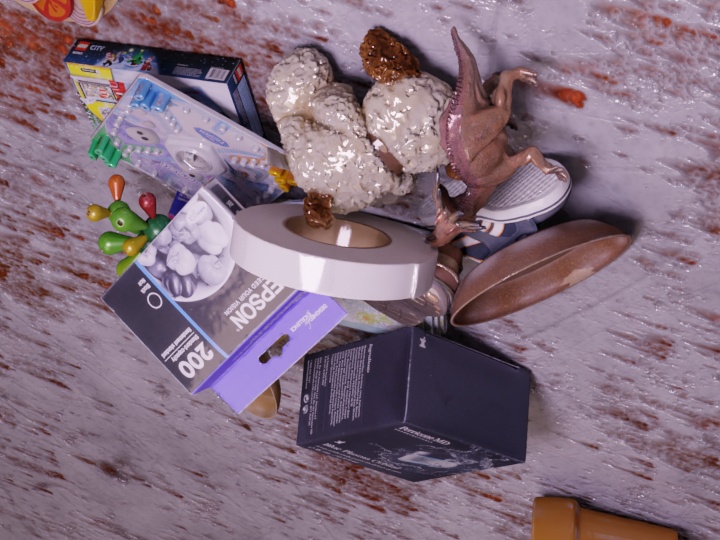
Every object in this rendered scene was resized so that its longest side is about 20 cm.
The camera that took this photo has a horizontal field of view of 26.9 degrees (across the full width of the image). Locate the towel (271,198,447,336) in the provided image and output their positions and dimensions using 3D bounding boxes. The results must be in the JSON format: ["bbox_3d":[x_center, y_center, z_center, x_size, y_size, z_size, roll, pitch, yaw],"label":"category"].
[{"bbox_3d":[0.000,0.000,1.706,0.198,0.048,0.172,13,141,18],"label":"towel"}]

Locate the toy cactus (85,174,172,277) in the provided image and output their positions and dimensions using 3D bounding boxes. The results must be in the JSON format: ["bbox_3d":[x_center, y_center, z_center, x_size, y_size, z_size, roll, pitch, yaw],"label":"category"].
[{"bbox_3d":[-0.209,-0.039,1.677,0.163,0.103,0.200,0,155,8],"label":"toy cactus"}]

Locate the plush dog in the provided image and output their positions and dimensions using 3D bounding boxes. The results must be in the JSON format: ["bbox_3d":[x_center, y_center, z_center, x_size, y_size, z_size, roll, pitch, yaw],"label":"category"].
[{"bbox_3d":[0.018,-0.130,1.450,0.171,0.161,0.200,-29,121,24],"label":"plush dog"}]

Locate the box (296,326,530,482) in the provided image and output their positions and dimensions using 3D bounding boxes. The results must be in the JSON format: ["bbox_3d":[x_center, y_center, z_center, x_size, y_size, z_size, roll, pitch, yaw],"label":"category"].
[{"bbox_3d":[0.061,0.161,1.766,0.196,0.119,0.199,22,153,-35],"label":"box"}]

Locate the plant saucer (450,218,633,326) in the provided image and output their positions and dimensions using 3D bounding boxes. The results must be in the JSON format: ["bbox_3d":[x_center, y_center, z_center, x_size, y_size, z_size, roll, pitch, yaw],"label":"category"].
[{"bbox_3d":[0.174,-0.003,1.506,0.200,0.199,0.037,-42,67,54],"label":"plant saucer"}]

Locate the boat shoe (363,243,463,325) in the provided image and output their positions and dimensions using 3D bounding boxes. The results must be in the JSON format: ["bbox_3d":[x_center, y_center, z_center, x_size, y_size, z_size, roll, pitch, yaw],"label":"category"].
[{"bbox_3d":[0.055,0.009,1.583,0.076,0.072,0.200,36,164,-19],"label":"boat shoe"}]

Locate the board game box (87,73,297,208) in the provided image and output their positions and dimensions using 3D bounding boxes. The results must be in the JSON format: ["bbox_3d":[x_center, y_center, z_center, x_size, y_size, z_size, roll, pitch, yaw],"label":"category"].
[{"bbox_3d":[-0.178,-0.116,1.603,0.199,0.026,0.200,28,154,-16],"label":"board game box"}]

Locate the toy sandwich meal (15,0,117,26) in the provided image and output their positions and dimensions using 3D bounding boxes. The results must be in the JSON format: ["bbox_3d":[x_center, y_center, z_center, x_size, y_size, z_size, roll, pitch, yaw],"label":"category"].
[{"bbox_3d":[-0.329,-0.309,1.478,0.203,0.071,0.206,17,145,12],"label":"toy sandwich meal"}]

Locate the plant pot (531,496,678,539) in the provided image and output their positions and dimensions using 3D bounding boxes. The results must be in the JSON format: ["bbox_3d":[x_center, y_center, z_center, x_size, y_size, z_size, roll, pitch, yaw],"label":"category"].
[{"bbox_3d":[0.312,0.391,1.918,0.181,0.201,0.201,0,141,10],"label":"plant pot"}]

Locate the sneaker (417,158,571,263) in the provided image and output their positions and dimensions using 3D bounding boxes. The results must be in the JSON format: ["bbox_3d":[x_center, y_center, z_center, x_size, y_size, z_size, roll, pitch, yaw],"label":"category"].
[{"bbox_3d":[0.148,-0.057,1.505,0.079,0.079,0.199,48,151,-23],"label":"sneaker"}]

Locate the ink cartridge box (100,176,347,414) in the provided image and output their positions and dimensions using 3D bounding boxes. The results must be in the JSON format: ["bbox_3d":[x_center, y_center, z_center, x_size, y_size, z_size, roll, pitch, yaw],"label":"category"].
[{"bbox_3d":[-0.146,0.037,1.581,0.200,0.043,0.198,45,121,-3],"label":"ink cartridge box"}]

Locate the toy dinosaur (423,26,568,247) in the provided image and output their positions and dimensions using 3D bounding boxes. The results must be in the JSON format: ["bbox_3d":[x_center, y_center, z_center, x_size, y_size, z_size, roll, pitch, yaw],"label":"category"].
[{"bbox_3d":[0.102,-0.112,1.376,0.086,0.135,0.201,32,148,52],"label":"toy dinosaur"}]

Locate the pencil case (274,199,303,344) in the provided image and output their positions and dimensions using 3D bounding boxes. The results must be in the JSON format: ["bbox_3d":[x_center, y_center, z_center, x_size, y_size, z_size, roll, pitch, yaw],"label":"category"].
[{"bbox_3d":[-0.089,0.006,1.653,0.083,0.091,0.200,28,143,-2],"label":"pencil case"}]

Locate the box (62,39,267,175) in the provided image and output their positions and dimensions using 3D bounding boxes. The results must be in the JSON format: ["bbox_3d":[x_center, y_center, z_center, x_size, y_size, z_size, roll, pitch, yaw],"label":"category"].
[{"bbox_3d":[-0.205,-0.174,1.607,0.198,0.038,0.137,11,145,21],"label":"box"}]

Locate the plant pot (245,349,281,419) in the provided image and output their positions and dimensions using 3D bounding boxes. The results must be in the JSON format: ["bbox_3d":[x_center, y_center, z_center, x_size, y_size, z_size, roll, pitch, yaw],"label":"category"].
[{"bbox_3d":[-0.156,0.084,1.712,0.200,0.027,0.201,40,157,22],"label":"plant pot"}]

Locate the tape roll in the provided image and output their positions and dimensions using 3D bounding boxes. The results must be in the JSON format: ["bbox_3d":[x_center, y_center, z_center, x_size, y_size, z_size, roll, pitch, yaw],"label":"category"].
[{"bbox_3d":[-0.025,-0.020,1.440,0.201,0.203,0.037,14,106,16],"label":"tape roll"}]

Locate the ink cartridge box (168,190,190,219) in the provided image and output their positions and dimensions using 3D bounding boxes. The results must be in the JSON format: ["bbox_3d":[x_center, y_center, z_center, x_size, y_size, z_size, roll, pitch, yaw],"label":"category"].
[{"bbox_3d":[-0.178,-0.032,1.789,0.094,0.037,0.201,19,144,9],"label":"ink cartridge box"}]
